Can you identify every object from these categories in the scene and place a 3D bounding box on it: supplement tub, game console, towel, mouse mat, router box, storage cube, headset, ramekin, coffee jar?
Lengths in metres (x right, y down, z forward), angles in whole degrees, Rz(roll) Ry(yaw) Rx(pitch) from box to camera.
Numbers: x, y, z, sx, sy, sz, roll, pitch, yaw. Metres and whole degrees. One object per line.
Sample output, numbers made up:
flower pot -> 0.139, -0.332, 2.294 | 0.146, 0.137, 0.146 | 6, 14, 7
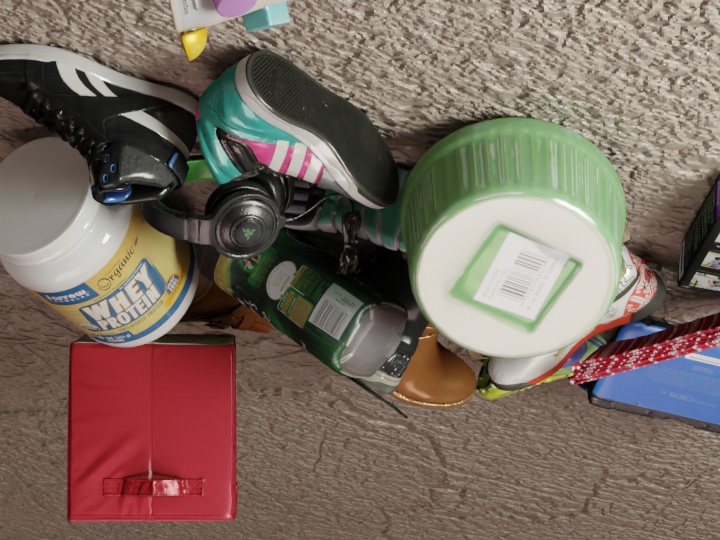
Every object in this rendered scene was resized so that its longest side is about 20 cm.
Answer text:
supplement tub -> -0.258, -0.026, 1.724 | 0.144, 0.145, 0.200 | -3, 154, 26
game console -> 0.345, 0.107, 1.962 | 0.199, 0.119, 0.171 | 13, 125, -9
towel -> 0.308, 0.063, 1.741 | 0.199, 0.023, 0.145 | -18, -178, 22
mouse mat -> -0.050, 0.079, 1.826 | 0.200, 0.008, 0.161 | 36, 178, -37
router box -> 0.399, -0.019, 1.613 | 0.199, 0.051, 0.149 | 10, 155, -1
storage cube -> -0.212, 0.159, 1.873 | 0.170, 0.181, 0.200 | 1, 180, -4
headset -> -0.098, -0.048, 1.619 | 0.199, 0.124, 0.094 | 7, 121, 7
ramekin -> 0.131, -0.021, 1.543 | 0.199, 0.098, 0.201 | 1, 126, 2
coffee jar -> -0.059, 0.016, 1.690 | 0.200, 0.086, 0.104 | 35, -173, 28

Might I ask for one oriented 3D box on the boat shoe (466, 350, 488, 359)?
boat shoe -> 0.140, 0.037, 1.818 | 0.072, 0.073, 0.200 | 1, 153, 10

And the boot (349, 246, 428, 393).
boot -> 0.001, 0.001, 1.759 | 0.204, 0.154, 0.073 | 44, -162, 24

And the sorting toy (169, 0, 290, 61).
sorting toy -> -0.052, -0.236, 1.271 | 0.179, 0.107, 0.200 | -10, 156, -3

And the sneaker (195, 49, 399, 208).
sneaker -> -0.068, -0.103, 1.553 | 0.120, 0.084, 0.200 | -19, 137, 39

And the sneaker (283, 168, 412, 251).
sneaker -> 0.017, -0.053, 1.676 | 0.199, 0.075, 0.088 | 11, 169, 24

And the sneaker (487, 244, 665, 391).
sneaker -> 0.186, 0.037, 1.747 | 0.201, 0.067, 0.108 | -31, 138, 21

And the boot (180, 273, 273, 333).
boot -> -0.172, 0.033, 1.938 | 0.155, 0.077, 0.200 | 15, 151, -25

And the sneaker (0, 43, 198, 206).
sneaker -> -0.240, -0.119, 1.550 | 0.199, 0.112, 0.073 | 14, 155, -11

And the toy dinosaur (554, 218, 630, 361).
toy dinosaur -> 0.194, -0.017, 1.651 | 0.101, 0.058, 0.201 | -7, 120, 27

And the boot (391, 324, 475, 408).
boot -> 0.062, 0.063, 1.877 | 0.199, 0.077, 0.155 | 33, 145, -11

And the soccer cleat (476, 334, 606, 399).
soccer cleat -> 0.191, 0.104, 1.952 | 0.083, 0.065, 0.200 | 20, 153, -20
